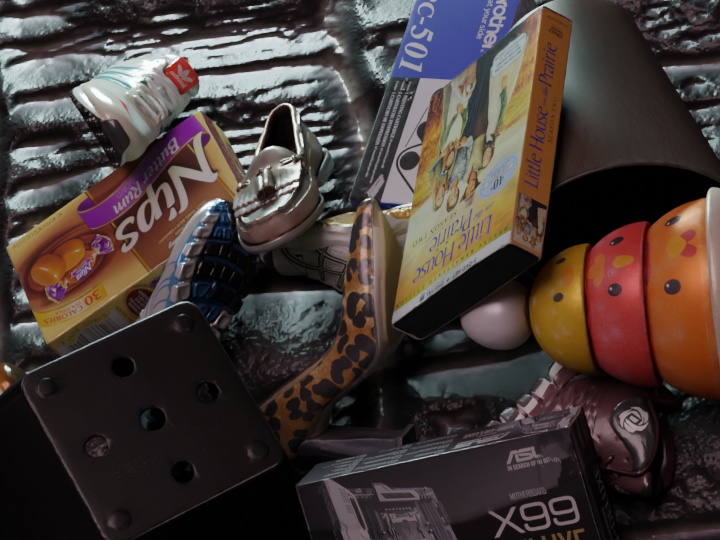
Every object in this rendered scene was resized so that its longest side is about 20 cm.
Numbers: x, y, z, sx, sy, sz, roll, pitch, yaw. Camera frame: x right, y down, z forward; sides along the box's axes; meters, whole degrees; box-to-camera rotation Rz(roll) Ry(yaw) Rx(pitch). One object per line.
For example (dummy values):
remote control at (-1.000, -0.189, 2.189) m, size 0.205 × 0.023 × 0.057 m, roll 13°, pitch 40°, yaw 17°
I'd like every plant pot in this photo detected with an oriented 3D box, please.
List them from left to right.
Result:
plant pot at (-0.150, 0.137, 1.542) m, size 0.199 × 0.178 × 0.200 m, roll -25°, pitch 69°, yaw -20°

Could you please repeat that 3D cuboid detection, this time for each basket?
basket at (0.171, -0.091, 1.602) m, size 0.136 × 0.179 × 0.201 m, roll -60°, pitch 31°, yaw 37°

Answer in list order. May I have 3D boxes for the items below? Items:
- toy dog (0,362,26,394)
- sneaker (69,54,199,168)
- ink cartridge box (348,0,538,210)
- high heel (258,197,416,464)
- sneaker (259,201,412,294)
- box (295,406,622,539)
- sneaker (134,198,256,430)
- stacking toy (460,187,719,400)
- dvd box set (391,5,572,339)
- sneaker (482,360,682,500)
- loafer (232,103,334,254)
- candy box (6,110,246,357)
toy dog at (-0.315, 0.154, 1.703) m, size 0.139 × 0.194 × 0.200 m, roll -31°, pitch 17°, yaw 25°
sneaker at (-0.178, -0.143, 1.821) m, size 0.093 × 0.071 × 0.200 m, roll -32°, pitch 12°, yaw 1°
ink cartridge box at (0.067, -0.129, 1.741) m, size 0.093 × 0.044 × 0.201 m, roll 5°, pitch 65°, yaw 29°
high heel at (-0.035, 0.047, 1.626) m, size 0.142 × 0.071 × 0.202 m, roll 2°, pitch 102°, yaw 25°
sneaker at (0.000, 0.000, 1.682) m, size 0.199 × 0.075 × 0.088 m, roll -6°, pitch 98°, yaw 46°
box at (0.074, 0.189, 1.489) m, size 0.199 × 0.050 × 0.159 m, roll -13°, pitch 99°, yaw 21°
sneaker at (-0.147, 0.037, 1.729) m, size 0.086 × 0.075 × 0.201 m, roll 14°, pitch 83°, yaw 47°
stacking toy at (0.164, 0.027, 1.502) m, size 0.199 × 0.146 × 0.147 m, roll -7°, pitch 59°, yaw 13°
dvd box set at (0.083, -0.067, 1.543) m, size 0.146 × 0.029 × 0.201 m, roll -36°, pitch 35°, yaw 50°
sneaker at (0.141, 0.140, 1.525) m, size 0.115 × 0.076 × 0.200 m, roll 37°, pitch 82°, yaw 35°
loafer at (-0.065, -0.072, 1.702) m, size 0.072 × 0.063 × 0.200 m, roll -21°, pitch 16°, yaw 13°
candy box at (-0.177, -0.024, 1.805) m, size 0.199 × 0.056 × 0.117 m, roll -35°, pitch 51°, yaw 7°
